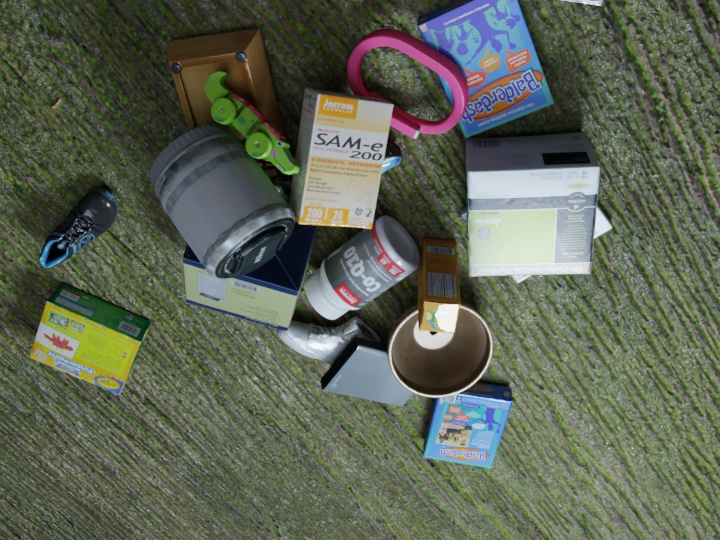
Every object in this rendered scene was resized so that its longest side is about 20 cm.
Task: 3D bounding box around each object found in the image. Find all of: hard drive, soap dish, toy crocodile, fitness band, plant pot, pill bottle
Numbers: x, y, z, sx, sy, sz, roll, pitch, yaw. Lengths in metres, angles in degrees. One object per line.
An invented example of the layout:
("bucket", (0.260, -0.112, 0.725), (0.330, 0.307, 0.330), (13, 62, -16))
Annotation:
("hard drive", (0.037, 0.204, 1.507), (0.199, 0.033, 0.140), (17, 126, -31))
("soap dish", (-0.219, -0.279, 1.228), (0.156, 0.081, 0.201), (-5, 122, 10))
("toy crocodile", (-0.163, -0.220, 1.147), (0.200, 0.067, 0.062), (45, 101, 11))
("fitness band", (0.073, -0.290, 1.182), (0.199, 0.038, 0.144), (30, 137, 0))
("plant pot", (0.145, 0.133, 1.440), (0.199, 0.093, 0.202), (-2, 113, -5))
("pill bottle", (0.000, 0.000, 1.368), (0.200, 0.114, 0.114), (-36, 113, 26))

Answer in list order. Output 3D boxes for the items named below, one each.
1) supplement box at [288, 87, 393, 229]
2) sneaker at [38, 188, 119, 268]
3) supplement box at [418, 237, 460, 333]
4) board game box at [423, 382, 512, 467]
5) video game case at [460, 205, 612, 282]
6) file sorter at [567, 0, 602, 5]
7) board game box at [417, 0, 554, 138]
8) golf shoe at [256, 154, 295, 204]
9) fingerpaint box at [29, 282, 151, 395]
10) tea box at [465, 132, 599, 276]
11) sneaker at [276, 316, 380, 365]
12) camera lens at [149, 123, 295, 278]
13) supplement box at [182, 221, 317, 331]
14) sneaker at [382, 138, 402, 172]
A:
("supplement box", (-0.033, -0.172, 1.174), (0.125, 0.074, 0.202), (2, 109, -21))
("sneaker", (-0.521, -0.072, 1.401), (0.073, 0.082, 0.200), (41, 117, -18))
("supplement box", (0.135, 0.023, 1.315), (0.068, 0.201, 0.067), (7, 125, 2))
("board game box", (0.222, 0.322, 1.590), (0.151, 0.045, 0.201), (9, 124, 0))
("video game case", (0.309, -0.090, 1.327), (0.199, 0.023, 0.182), (-33, 114, 25))
("file sorter", (0.239, -0.461, 1.026), (0.198, 0.125, 0.140), (8, 125, 2))
("board game box", (0.196, -0.325, 1.170), (0.151, 0.045, 0.201), (-20, 120, 19))
("golf shoe", (-0.146, -0.158, 1.292), (0.199, 0.088, 0.077), (21, 147, 34))
("fingerpaint box", (-0.555, 0.142, 1.553), (0.199, 0.074, 0.167), (25, 122, -9))
("tea box", (0.272, -0.105, 1.228), (0.198, 0.134, 0.198), (-1, 122, 7))
("sneaker", (-0.057, 0.122, 1.487), (0.199, 0.074, 0.116), (26, 122, -23))
("camera lens", (-0.209, -0.101, 1.158), (0.160, 0.160, 0.200), (-43, 78, 29))
("supplement box", (-0.195, -0.011, 1.324), (0.199, 0.135, 0.200), (17, 155, -4))
("sneaker", (-0.012, -0.162, 1.301), (0.199, 0.079, 0.090), (-23, 137, 24))
